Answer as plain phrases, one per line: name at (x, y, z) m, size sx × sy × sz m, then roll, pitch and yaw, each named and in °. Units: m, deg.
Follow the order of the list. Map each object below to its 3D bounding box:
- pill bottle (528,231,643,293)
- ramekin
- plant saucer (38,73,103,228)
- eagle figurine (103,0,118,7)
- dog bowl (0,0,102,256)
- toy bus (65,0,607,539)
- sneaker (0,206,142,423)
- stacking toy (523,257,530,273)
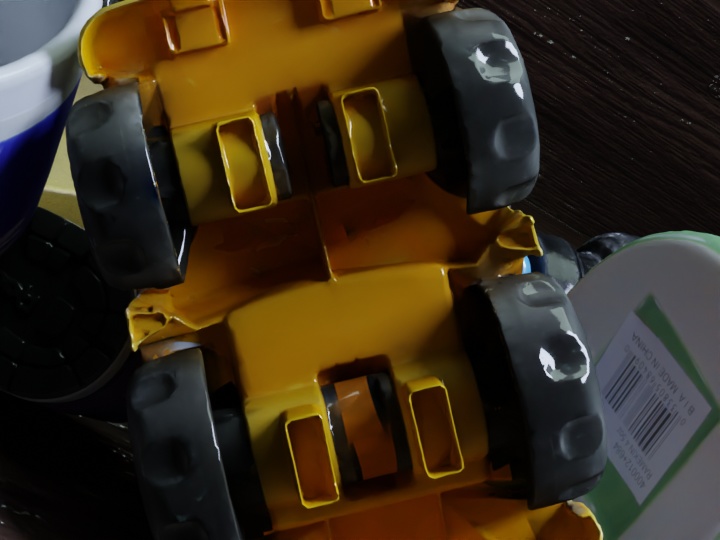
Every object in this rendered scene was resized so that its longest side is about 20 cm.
pill bottle at (0.170, 0.042, 0.970) m, size 0.200 × 0.112 × 0.112 m, roll 14°, pitch 15°, yaw -20°
ramekin at (0.158, 0.078, 0.798) m, size 0.098 × 0.200 × 0.200 m, roll 19°, pitch 14°, yaw -31°
plant saucer at (-0.160, -0.060, 0.820) m, size 0.200 × 0.048 × 0.200 m, roll 40°, pitch 19°, yaw 33°
eagle figurine at (-0.121, -0.203, 0.854) m, size 0.152 × 0.200 × 0.151 m, roll 12°, pitch 15°, yaw 29°
dog bowl at (-0.184, -0.077, 0.523) m, size 0.200 × 0.079 × 0.200 m, roll 16°, pitch 34°, yaw -11°
toy bus at (-0.010, 0.001, 0.570) m, size 0.192 × 0.135 × 0.200 m, roll -118°, pitch -165°, yaw -83°
sneaker at (-0.150, -0.009, 0.621) m, size 0.200 × 0.076 × 0.088 m, roll 39°, pitch -7°, yaw 21°
stacking toy at (-0.012, 0.020, 0.859) m, size 0.110 × 0.116 × 0.200 m, roll 35°, pitch 19°, yaw 30°
